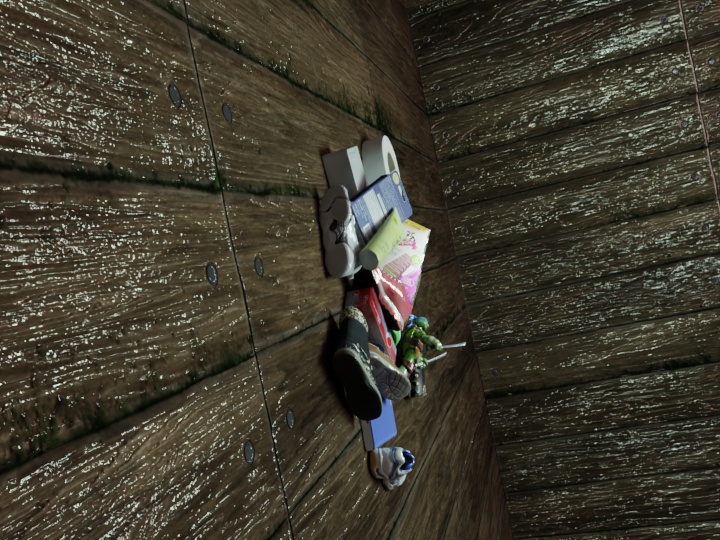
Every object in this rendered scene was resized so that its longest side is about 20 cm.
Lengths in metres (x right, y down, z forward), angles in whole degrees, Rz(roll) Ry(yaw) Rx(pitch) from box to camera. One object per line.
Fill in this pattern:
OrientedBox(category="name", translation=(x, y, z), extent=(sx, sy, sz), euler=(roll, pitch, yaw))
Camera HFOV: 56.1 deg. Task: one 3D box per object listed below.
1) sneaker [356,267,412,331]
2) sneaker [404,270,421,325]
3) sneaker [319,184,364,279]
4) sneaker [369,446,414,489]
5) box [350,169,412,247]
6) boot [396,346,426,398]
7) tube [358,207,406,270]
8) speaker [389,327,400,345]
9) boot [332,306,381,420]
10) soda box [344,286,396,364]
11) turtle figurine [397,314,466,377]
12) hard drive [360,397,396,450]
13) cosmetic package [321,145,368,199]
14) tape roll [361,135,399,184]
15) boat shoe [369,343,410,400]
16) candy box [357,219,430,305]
OrientedBox(category="sneaker", translation=(0.059, 0.040, 1.587), extent=(0.087, 0.073, 0.203), euler=(-42, 115, -29))
OrientedBox(category="sneaker", translation=(0.098, 0.072, 1.915), extent=(0.072, 0.109, 0.204), euler=(-84, -174, -55))
OrientedBox(category="sneaker", translation=(-0.039, -0.079, 1.497), extent=(0.115, 0.073, 0.207), euler=(30, 56, -70))
OrientedBox(category="sneaker", translation=(0.087, 0.449, 1.537), extent=(0.200, 0.086, 0.077), euler=(52, 28, -61))
OrientedBox(category="box", translation=(0.045, -0.142, 1.591), extent=(0.199, 0.032, 0.124), euler=(-40, 114, -41))
OrientedBox(category="boot", translation=(0.140, 0.274, 1.886), extent=(0.203, 0.071, 0.159), euler=(27, 56, -69))
OrientedBox(category="tube", translation=(0.057, -0.071, 1.538), extent=(0.200, 0.051, 0.059), euler=(-49, 162, -52))
OrientedBox(category="speaker", translation=(0.070, 0.119, 1.721), extent=(0.201, 0.086, 0.091), euler=(-71, 146, -62))
OrientedBox(category="boot", translation=(0.000, 0.194, 1.411), extent=(0.156, 0.071, 0.207), euler=(-86, 159, -51))
OrientedBox(category="soda box", translation=(0.026, 0.139, 1.570), extent=(0.064, 0.068, 0.204), euler=(-79, 153, -52))
OrientedBox(category="turtle figurine", translation=(0.165, 0.234, 1.752), extent=(0.200, 0.142, 0.196), euler=(43, 66, -24))
OrientedBox(category="hard drive", translation=(0.039, 0.330, 1.563), extent=(0.199, 0.025, 0.136), euler=(15, 65, -73))
OrientedBox(category="cosmetic package", translation=(-0.023, -0.188, 1.621), extent=(0.102, 0.072, 0.206), euler=(-45, 122, -69))
OrientedBox(category="tape roll", translation=(0.065, -0.297, 2.031), extent=(0.202, 0.069, 0.209), euler=(-13, 91, -74))
OrientedBox(category="boat shoe", translation=(0.051, 0.226, 1.547), extent=(0.201, 0.075, 0.073), euler=(50, 11, -38))
OrientedBox(category="candy box", translation=(0.085, -0.028, 1.675), extent=(0.133, 0.061, 0.206), euler=(21, 72, -20))
